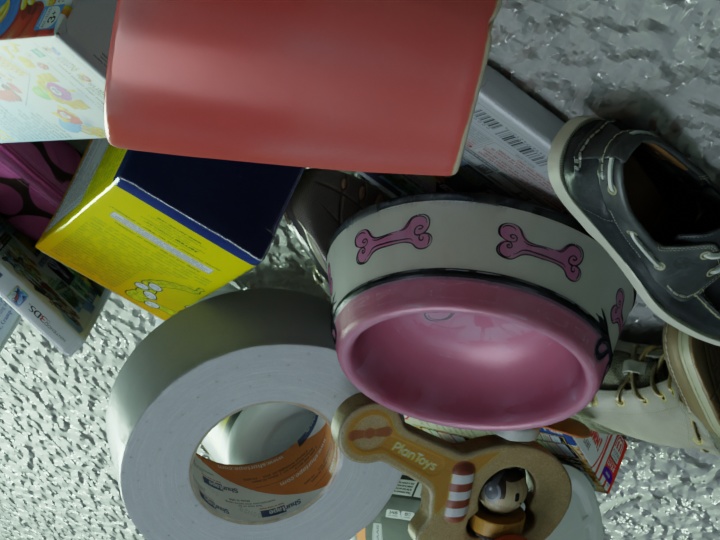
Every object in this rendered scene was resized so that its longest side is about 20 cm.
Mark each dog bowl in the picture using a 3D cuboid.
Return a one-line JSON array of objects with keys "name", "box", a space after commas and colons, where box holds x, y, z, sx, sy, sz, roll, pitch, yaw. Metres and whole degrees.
[{"name": "dog bowl", "box": [0.071, 0.033, 1.481, 0.199, 0.074, 0.200, 7, 150, 4]}]

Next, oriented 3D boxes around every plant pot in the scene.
[{"name": "plant pot", "box": [-0.019, -0.137, 1.184, 0.176, 0.201, 0.201, 13, 158, 1]}]

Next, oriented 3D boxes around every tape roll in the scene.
[{"name": "tape roll", "box": [-0.071, 0.112, 1.606, 0.200, 0.200, 0.066, 40, -163, -33]}]

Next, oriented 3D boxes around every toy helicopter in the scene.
[{"name": "toy helicopter", "box": [0.066, 0.128, 1.585, 0.200, 0.133, 0.079, 30, -167, -33]}]

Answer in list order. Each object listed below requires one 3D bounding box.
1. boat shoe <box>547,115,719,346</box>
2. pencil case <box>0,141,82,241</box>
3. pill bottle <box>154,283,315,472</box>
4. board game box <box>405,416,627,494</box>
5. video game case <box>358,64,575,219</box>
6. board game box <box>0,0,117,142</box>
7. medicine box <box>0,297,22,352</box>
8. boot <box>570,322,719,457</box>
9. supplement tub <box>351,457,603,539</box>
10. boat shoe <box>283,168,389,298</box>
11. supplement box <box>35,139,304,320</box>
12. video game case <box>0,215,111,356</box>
[{"name": "boat shoe", "box": [0.192, -0.016, 1.364, 0.200, 0.072, 0.067, 41, 157, -30]}, {"name": "pencil case", "box": [-0.252, -0.083, 1.663, 0.093, 0.091, 0.200, 8, 156, 48]}, {"name": "pill bottle", "box": [-0.082, 0.085, 1.758, 0.112, 0.112, 0.200, 42, -178, -38]}, {"name": "board game box", "box": [0.085, 0.096, 1.767, 0.199, 0.046, 0.152, 13, 156, 28]}, {"name": "video game case", "box": [0.097, -0.049, 1.459, 0.200, 0.023, 0.182, 34, 157, -23]}, {"name": "board game box", "box": [-0.190, -0.148, 1.425, 0.199, 0.103, 0.105, 1, 149, 45]}, {"name": "medicine box", "box": [-0.362, -0.019, 1.825, 0.199, 0.103, 0.182, 31, -179, -17]}, {"name": "boot", "box": [0.193, 0.068, 1.560, 0.154, 0.072, 0.200, 13, 159, 32]}, {"name": "supplement tub", "box": [0.074, 0.194, 1.776, 0.199, 0.123, 0.122, 1, 149, 46]}, {"name": "boat shoe", "box": [0.000, 0.000, 1.604, 0.073, 0.075, 0.200, 4, 149, 41]}, {"name": "supplement box", "box": [-0.121, -0.055, 1.559, 0.109, 0.109, 0.200, 31, 158, -14]}, {"name": "video game case", "box": [-0.260, -0.024, 1.707, 0.182, 0.022, 0.200, 43, -173, -7]}]
